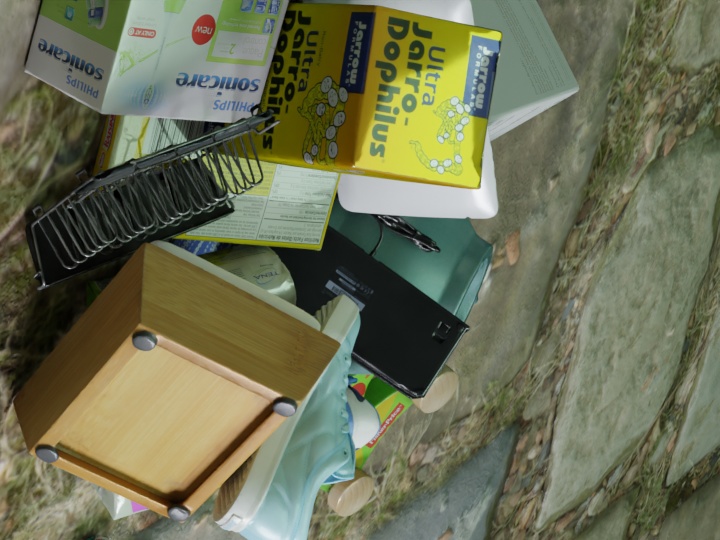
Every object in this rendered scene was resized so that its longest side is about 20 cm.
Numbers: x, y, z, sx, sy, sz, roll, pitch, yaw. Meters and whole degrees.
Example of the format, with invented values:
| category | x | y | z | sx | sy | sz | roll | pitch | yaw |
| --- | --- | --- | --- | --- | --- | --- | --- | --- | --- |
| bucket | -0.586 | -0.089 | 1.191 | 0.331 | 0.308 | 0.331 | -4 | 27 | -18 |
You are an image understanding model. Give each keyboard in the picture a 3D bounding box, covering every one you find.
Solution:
| category | x | y | z | sx | sy | sz | roll | pitch | yaw |
| --- | --- | --- | --- | --- | --- | --- | --- | --- | --- |
| keyboard | 0.000 | 0.000 | 1.798 | 0.127 | 0.200 | 0.021 | -56 | -171 | -8 |

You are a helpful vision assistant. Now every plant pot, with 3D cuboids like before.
| category | x | y | z | sx | sy | sz | roll | pitch | yaw |
| --- | --- | --- | --- | --- | --- | --- | --- | --- | --- |
| plant pot | 0.030 | 0.007 | 1.900 | 0.201 | 0.134 | 0.200 | -62 | 171 | -18 |

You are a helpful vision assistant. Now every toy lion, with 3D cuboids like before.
| category | x | y | z | sx | sy | sz | roll | pitch | yaw |
| --- | --- | --- | --- | --- | --- | --- | --- | --- | --- |
| toy lion | -0.022 | 0.131 | 2.026 | 0.200 | 0.069 | 0.192 | -50 | 150 | -1 |

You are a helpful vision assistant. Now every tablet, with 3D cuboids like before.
| category | x | y | z | sx | sy | sz | roll | pitch | yaw |
| --- | --- | --- | --- | --- | --- | --- | --- | --- | --- |
| tablet | 0.032 | -0.124 | 1.697 | 0.014 | 0.130 | 0.200 | -65 | 152 | -48 |

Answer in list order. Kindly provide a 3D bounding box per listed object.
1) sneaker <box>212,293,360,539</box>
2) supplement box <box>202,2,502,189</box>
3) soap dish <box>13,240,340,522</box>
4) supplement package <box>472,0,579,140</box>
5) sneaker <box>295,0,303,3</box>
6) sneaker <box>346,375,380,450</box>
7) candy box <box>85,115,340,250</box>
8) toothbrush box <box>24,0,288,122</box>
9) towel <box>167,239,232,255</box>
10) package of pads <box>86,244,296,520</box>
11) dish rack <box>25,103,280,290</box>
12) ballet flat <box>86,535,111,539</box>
| category | x | y | z | sx | sy | sz | roll | pitch | yaw |
| --- | --- | --- | --- | --- | --- | --- | --- | --- | --- |
| sneaker | -0.035 | 0.116 | 1.652 | 0.074 | 0.082 | 0.200 | -21 | -140 | 63 |
| supplement box | -0.010 | -0.122 | 1.546 | 0.109 | 0.200 | 0.109 | 7 | 92 | -35 |
| soap dish | -0.133 | 0.084 | 1.570 | 0.200 | 0.157 | 0.081 | -46 | -155 | 38 |
| supplement package | 0.062 | -0.157 | 1.820 | 0.120 | 0.121 | 0.200 | -28 | 176 | 36 |
| sneaker | 0.008 | -0.229 | 1.685 | 0.116 | 0.075 | 0.200 | -50 | -173 | -24 |
| sneaker | -0.046 | 0.114 | 1.855 | 0.082 | 0.200 | 0.074 | -2 | 101 | -18 |
| candy box | -0.101 | -0.071 | 1.642 | 0.200 | 0.026 | 0.102 | 4 | 112 | -36 |
| toothbrush box | -0.119 | -0.206 | 1.483 | 0.145 | 0.086 | 0.200 | 1 | 113 | -50 |
| towel | -0.103 | -0.006 | 1.807 | 0.145 | 0.024 | 0.200 | -62 | 156 | -13 |
| package of pads | -0.127 | 0.083 | 1.711 | 0.154 | 0.068 | 0.200 | -15 | 132 | -24 |
| dish rack | -0.136 | -0.051 | 1.497 | 0.153 | 0.055 | 0.200 | -24 | 180 | -25 |
| ballet flat | -0.236 | 0.288 | 1.744 | 0.200 | 0.064 | 0.076 | -48 | 149 | -38 |
